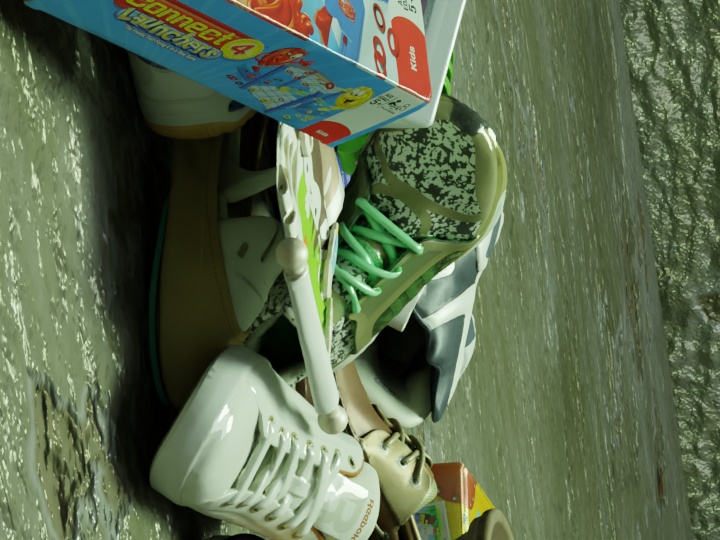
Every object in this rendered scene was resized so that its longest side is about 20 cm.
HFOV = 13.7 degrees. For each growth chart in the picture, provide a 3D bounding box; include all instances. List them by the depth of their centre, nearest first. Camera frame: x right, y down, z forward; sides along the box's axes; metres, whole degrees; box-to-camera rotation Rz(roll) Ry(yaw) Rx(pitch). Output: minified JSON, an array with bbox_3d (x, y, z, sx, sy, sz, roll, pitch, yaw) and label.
[{"bbox_3d":[-0.021,-0.042,1.319,0.145,0.018,0.200,74,14,-58],"label":"growth chart"}]

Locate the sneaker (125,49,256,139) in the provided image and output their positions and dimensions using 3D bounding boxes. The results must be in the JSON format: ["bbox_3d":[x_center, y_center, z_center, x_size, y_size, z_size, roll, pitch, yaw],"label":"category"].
[{"bbox_3d":[-0.066,-0.157,1.341,0.088,0.075,0.200,71,17,-49],"label":"sneaker"}]

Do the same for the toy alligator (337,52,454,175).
[{"bbox_3d":[0.019,-0.084,1.580,0.200,0.054,0.059,-82,163,-47],"label":"toy alligator"}]

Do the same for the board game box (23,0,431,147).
[{"bbox_3d":[-0.058,-0.174,1.210,0.196,0.056,0.200,22,55,-51],"label":"board game box"}]

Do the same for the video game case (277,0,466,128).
[{"bbox_3d":[0.013,-0.137,1.424,0.200,0.018,0.143,-173,-82,-72],"label":"video game case"}]

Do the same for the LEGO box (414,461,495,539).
[{"bbox_3d":[0.039,0.224,1.681,0.149,0.077,0.200,56,30,-67],"label":"LEGO box"}]

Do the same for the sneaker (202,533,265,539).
[{"bbox_3d":[-0.038,0.176,1.277,0.200,0.090,0.075,-73,155,-62],"label":"sneaker"}]

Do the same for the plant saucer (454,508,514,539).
[{"bbox_3d":[0.065,0.220,1.503,0.200,0.029,0.200,-6,90,-81],"label":"plant saucer"}]

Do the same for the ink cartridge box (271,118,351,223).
[{"bbox_3d":[-0.024,-0.121,1.623,0.200,0.047,0.198,6,80,-77],"label":"ink cartridge box"}]

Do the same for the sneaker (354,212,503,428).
[{"bbox_3d":[0.017,0.049,1.653,0.130,0.079,0.199,-60,178,-37],"label":"sneaker"}]

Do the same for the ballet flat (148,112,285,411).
[{"bbox_3d":[-0.059,-0.033,1.346,0.069,0.063,0.200,62,25,-62],"label":"ballet flat"}]

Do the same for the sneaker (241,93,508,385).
[{"bbox_3d":[0.000,0.000,1.418,0.200,0.077,0.089,-53,-179,38],"label":"sneaker"}]

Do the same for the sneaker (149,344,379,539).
[{"bbox_3d":[-0.032,0.085,1.328,0.073,0.085,0.200,-61,167,0],"label":"sneaker"}]

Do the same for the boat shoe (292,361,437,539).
[{"bbox_3d":[0.004,0.109,1.567,0.076,0.074,0.200,-72,154,-65],"label":"boat shoe"}]
